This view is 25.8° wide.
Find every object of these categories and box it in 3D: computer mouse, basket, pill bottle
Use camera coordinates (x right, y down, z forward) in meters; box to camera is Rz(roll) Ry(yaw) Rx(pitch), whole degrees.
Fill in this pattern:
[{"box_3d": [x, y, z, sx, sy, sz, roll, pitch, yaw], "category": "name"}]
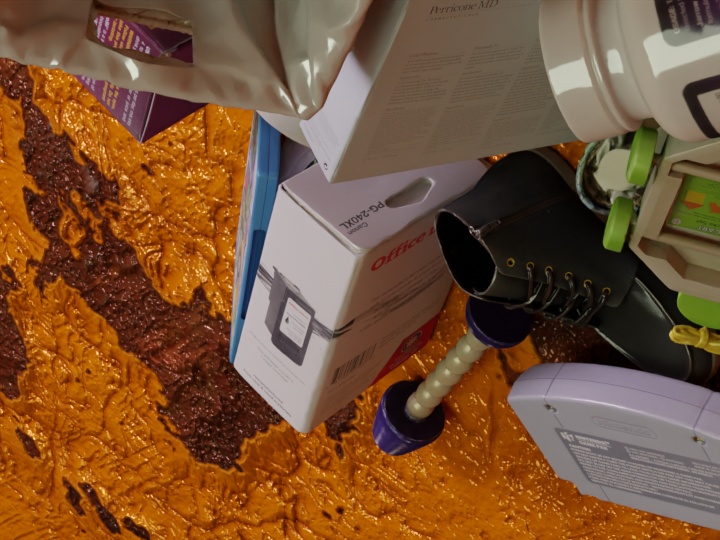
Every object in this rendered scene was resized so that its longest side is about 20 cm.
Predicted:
[{"box_3d": [-0.051, -0.048, 1.198, 0.043, 0.110, 0.201, 11, 129, -8], "category": "computer mouse"}, {"box_3d": [-0.086, -0.211, 0.773, 0.201, 0.196, 0.162, 118, 155, -46], "category": "basket"}, {"box_3d": [0.197, -0.130, 0.796, 0.198, 0.112, 0.112, -14, 108, 25], "category": "pill bottle"}]

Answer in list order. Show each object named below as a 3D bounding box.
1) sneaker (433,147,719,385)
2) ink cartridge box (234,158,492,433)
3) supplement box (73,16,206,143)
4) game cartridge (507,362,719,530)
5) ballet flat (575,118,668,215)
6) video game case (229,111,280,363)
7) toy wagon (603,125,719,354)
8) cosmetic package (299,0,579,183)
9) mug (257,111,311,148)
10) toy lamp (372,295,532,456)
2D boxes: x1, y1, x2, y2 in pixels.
[{"box_3d": [0.137, 0.017, 1.024, 0.200, 0.106, 0.075, 46, 141, 12], "category": "sneaker"}, {"box_3d": [0.000, 0.000, 1.127, 0.083, 0.145, 0.201, 41, 140, 21], "category": "ink cartridge box"}, {"box_3d": [-0.173, -0.216, 1.171, 0.200, 0.131, 0.104, 45, 142, 14], "category": "supplement box"}, {"box_3d": [0.200, 0.119, 1.054, 0.199, 0.041, 0.134, 9, 149, 43], "category": "game cartridge"}, {"box_3d": [0.195, -0.086, 0.919, 0.074, 0.074, 0.200, 52, 142, 5], "category": "ballet flat"}, {"box_3d": [-0.080, -0.047, 1.202, 0.018, 0.144, 0.201, 6, 135, -7], "category": "video game case"}, {"box_3d": [0.221, -0.018, 0.916, 0.154, 0.040, 0.201, 15, 149, 5], "category": "toy wagon"}, {"box_3d": [0.078, -0.129, 0.905, 0.052, 0.198, 0.151, 63, 147, 25], "category": "cosmetic package"}, {"box_3d": [0.002, -0.166, 0.964, 0.148, 0.200, 0.175, 52, 135, -3], "category": "mug"}, {"box_3d": [0.061, 0.082, 1.194, 0.058, 0.058, 0.200, 46, 141, 11], "category": "toy lamp"}]
